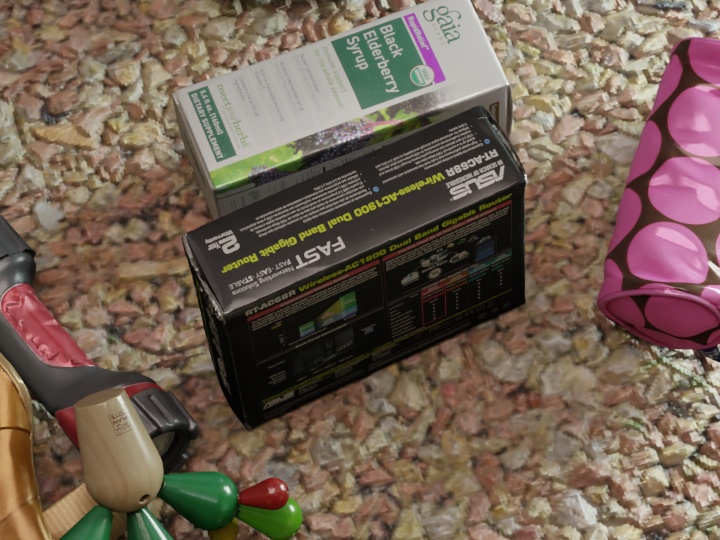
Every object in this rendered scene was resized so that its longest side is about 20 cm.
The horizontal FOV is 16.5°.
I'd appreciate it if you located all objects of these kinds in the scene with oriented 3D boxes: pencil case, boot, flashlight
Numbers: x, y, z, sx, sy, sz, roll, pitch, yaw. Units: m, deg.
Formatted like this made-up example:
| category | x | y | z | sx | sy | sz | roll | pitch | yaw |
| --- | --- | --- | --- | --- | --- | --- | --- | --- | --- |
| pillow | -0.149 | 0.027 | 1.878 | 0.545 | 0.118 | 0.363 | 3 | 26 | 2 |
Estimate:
| category | x | y | z | sx | sy | sz | roll | pitch | yaw |
| --- | --- | --- | --- | --- | --- | --- | --- | --- | --- |
| pencil case | 0.213 | -0.049 | 1.530 | 0.093 | 0.091 | 0.201 | -6 | 57 | 40 |
| boot | -0.246 | 0.126 | 1.465 | 0.144 | 0.071 | 0.201 | -36 | 71 | -19 |
| flashlight | -0.181 | 0.046 | 1.510 | 0.068 | 0.068 | 0.200 | -20 | 58 | -38 |

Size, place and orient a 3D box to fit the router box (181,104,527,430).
| category | x | y | z | sx | sy | sz | roll | pitch | yaw |
| --- | --- | --- | --- | --- | --- | --- | --- | --- | --- |
| router box | 0.000 | 0.000 | 1.477 | 0.199 | 0.150 | 0.062 | -24 | 63 | -10 |

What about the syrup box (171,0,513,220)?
| category | x | y | z | sx | sy | sz | roll | pitch | yaw |
| --- | --- | --- | --- | --- | --- | --- | --- | --- | --- |
| syrup box | -0.010 | -0.096 | 1.568 | 0.199 | 0.082 | 0.079 | -20 | 64 | -7 |

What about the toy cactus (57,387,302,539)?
| category | x | y | z | sx | sy | sz | roll | pitch | yaw |
| --- | --- | --- | --- | --- | --- | --- | --- | --- | --- |
| toy cactus | -0.123 | 0.151 | 1.411 | 0.199 | 0.102 | 0.166 | -22 | 103 | -19 |
